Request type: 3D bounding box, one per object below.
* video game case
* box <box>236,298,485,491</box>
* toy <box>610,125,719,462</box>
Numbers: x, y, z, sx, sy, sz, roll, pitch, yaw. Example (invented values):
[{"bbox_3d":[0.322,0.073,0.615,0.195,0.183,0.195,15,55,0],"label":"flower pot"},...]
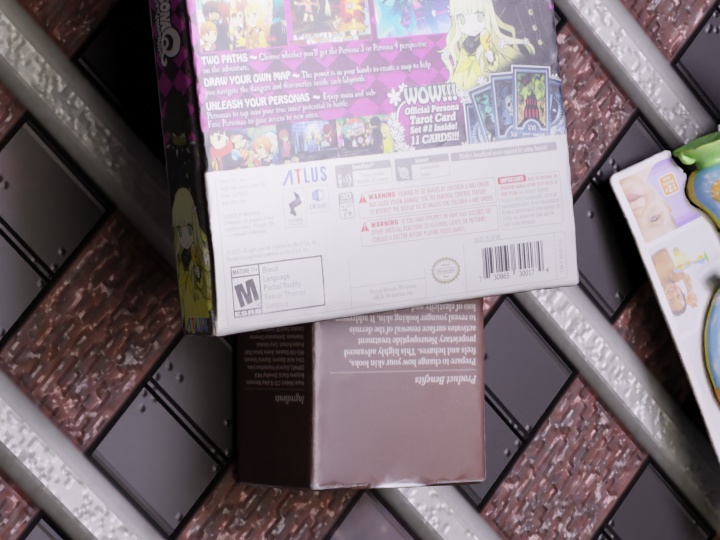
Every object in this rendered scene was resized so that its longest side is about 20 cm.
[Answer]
[{"bbox_3d":[0.003,-0.072,1.304,0.199,0.036,0.182,-8,94,-33],"label":"video game case"},{"bbox_3d":[0.000,0.000,1.365,0.100,0.075,0.201,1,87,-34],"label":"box"},{"bbox_3d":[0.215,0.023,1.501,0.115,0.047,0.201,-25,93,-29],"label":"toy"}]
